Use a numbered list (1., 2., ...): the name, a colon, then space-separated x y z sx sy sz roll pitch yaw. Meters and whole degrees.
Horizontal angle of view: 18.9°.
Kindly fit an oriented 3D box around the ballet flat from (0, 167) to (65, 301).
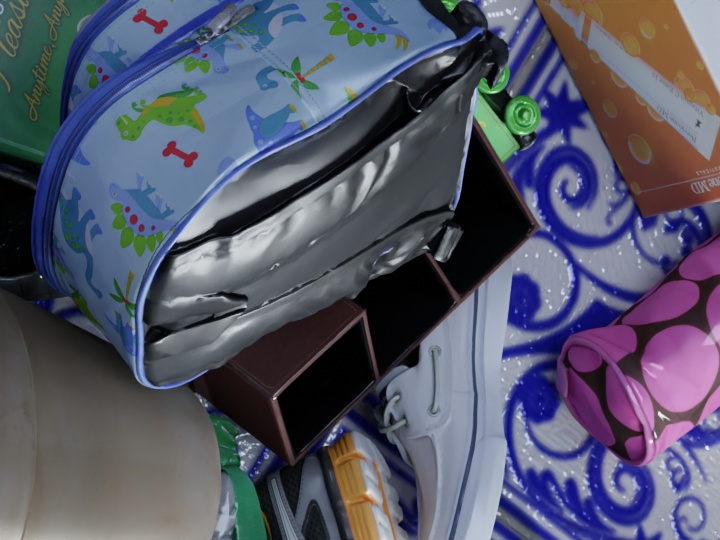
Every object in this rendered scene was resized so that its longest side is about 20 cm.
1. ballet flat: -0.202 -0.026 1.053 0.199 0.057 0.067 14 79 -25

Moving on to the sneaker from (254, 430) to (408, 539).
1. sneaker: -0.007 0.186 1.101 0.077 0.078 0.201 -17 66 11

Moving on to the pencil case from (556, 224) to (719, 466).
1. pencil case: 0.197 0.022 1.237 0.200 0.094 0.091 -37 145 -26

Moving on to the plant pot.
1. plant pot: -0.166 0.097 1.000 0.173 0.199 0.201 13 78 -42

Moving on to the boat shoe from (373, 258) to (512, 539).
1. boat shoe: 0.037 0.073 1.151 0.066 0.074 0.201 13 54 -10

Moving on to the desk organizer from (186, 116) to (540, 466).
1. desk organizer: 0.000 0.000 1.121 0.077 0.072 0.200 35 66 29

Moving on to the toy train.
1. toy train: 0.025 -0.136 1.193 0.056 0.042 0.200 -43 104 -13

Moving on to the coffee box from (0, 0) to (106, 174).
1. coffee box: -0.122 -0.101 1.110 0.199 0.044 0.124 17 77 -25

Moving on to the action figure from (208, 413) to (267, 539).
1. action figure: -0.074 0.171 1.082 0.054 0.118 0.201 3 74 -14

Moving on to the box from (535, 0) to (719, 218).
1. box: 0.183 -0.146 1.225 0.097 0.124 0.201 -31 98 -26

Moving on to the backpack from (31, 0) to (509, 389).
1. backpack: -0.057 -0.053 0.990 0.200 0.183 0.147 -35 66 -27
